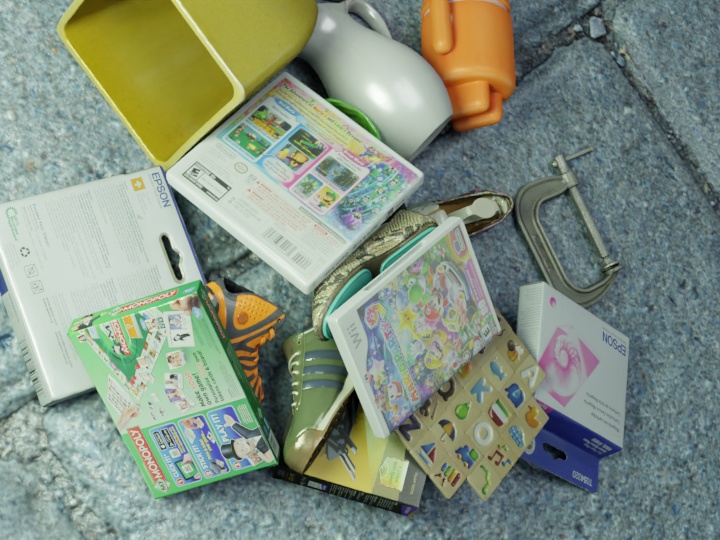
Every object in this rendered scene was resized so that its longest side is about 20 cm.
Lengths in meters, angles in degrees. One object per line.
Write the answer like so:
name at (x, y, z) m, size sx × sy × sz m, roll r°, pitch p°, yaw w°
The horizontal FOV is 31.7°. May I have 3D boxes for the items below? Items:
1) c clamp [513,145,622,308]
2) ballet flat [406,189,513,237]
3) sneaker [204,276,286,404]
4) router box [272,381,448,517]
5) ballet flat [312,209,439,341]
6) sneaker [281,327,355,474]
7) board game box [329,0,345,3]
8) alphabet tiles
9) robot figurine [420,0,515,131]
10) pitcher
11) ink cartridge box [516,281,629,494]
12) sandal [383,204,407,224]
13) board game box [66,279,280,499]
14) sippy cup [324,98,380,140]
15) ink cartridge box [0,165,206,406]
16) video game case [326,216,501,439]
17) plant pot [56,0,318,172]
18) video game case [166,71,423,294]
c clamp at (0.277, -0.055, 1.622) m, size 0.170 × 0.027 × 0.202 m, roll -16°, pitch 82°, yaw -33°
ballet flat at (0.101, -0.057, 1.494) m, size 0.199 × 0.071 × 0.070 m, roll -21°, pitch 86°, yaw -33°
sneaker at (-0.111, 0.093, 1.276) m, size 0.112 × 0.077 × 0.201 m, roll -40°, pitch 128°, yaw -22°
router box at (0.007, 0.143, 1.353) m, size 0.156 × 0.052 × 0.201 m, roll 15°, pitch 66°, yaw -1°
ballet flat at (0.000, 0.000, 1.305) m, size 0.075 × 0.068 × 0.200 m, roll 26°, pitch 51°, yaw 32°
sneaker at (-0.047, 0.107, 1.297) m, size 0.089 × 0.067 × 0.201 m, roll 28°, pitch 59°, yaw 6°
board game box at (-0.060, -0.388, 1.433) m, size 0.198 × 0.200 × 0.062 m, roll 5°, pitch 72°, yaw -29°
alphabet tiles at (0.119, 0.138, 1.354) m, size 0.167 × 0.006 × 0.200 m, roll 51°, pitch 56°, yaw -10°
robot figurine at (0.131, -0.275, 1.560) m, size 0.143 × 0.117 × 0.202 m, roll 6°, pitch 72°, yaw -22°
pitcher at (0.023, -0.233, 1.491) m, size 0.200 × 0.121 × 0.172 m, roll 45°, pitch 42°, yaw 3°
ink cartridge box at (0.249, 0.141, 1.497) m, size 0.196 × 0.043 × 0.202 m, roll 29°, pitch 58°, yaw -42°
sandal at (0.045, -0.017, 1.418) m, size 0.048 × 0.075 × 0.201 m, roll 55°, pitch 15°, yaw -44°
board game box at (-0.174, 0.116, 1.206) m, size 0.029 × 0.133 × 0.201 m, roll -84°, pitch 155°, yaw -62°
sippy cup at (-0.054, -0.093, 1.390) m, size 0.129 × 0.140 × 0.179 m, roll 22°, pitch 41°, yaw -11°
ink cartridge box at (-0.258, 0.011, 1.273) m, size 0.199 × 0.043 × 0.198 m, roll -18°, pitch 84°, yaw -36°
video game case at (0.060, 0.056, 1.298) m, size 0.200 × 0.018 × 0.144 m, roll -39°, pitch 118°, yaw -34°
plant pot at (-0.161, -0.262, 1.346) m, size 0.195 × 0.195 × 0.200 m, roll 53°, pitch 51°, yaw -4°
video game case at (-0.066, -0.095, 1.303) m, size 0.200 × 0.024 × 0.182 m, roll 38°, pitch 65°, yaw 18°
